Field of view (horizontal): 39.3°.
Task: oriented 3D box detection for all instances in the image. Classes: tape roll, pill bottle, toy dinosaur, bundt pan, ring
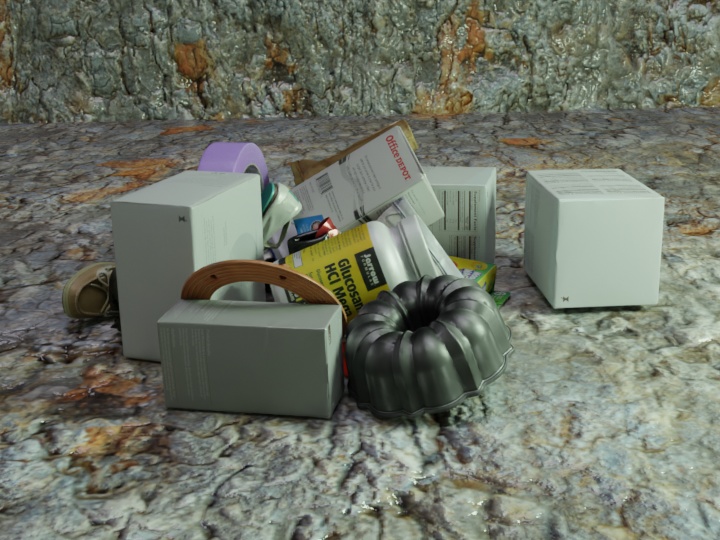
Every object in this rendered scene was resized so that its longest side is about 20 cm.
[{"bbox_3d":[-0.203,-0.102,1.617,0.064,0.205,0.200,1,16,13],"label":"tape roll"},{"bbox_3d":[-0.007,0.008,1.258,0.197,0.114,0.113,-23,16,5],"label":"pill bottle"},{"bbox_3d":[-0.310,0.026,1.353,0.075,0.105,0.200,2,6,18],"label":"toy dinosaur"},{"bbox_3d":[0.067,0.072,1.123,0.198,0.077,0.203,-17,27,9],"label":"bundt pan"},{"bbox_3d":[-0.111,0.046,1.170,0.196,0.202,0.020,2,53,10],"label":"ring"}]

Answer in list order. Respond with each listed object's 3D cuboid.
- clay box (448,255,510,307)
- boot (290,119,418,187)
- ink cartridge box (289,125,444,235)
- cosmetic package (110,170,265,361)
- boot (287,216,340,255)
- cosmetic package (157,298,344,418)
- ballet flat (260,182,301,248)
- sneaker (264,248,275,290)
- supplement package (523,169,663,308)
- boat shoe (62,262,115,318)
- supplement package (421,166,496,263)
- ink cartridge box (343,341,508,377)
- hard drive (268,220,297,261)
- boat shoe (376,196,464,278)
[{"bbox_3d":[0.112,0.014,1.454,0.196,0.049,0.115,9,20,21],"label":"clay box"},{"bbox_3d":[-0.010,-0.178,1.616,0.197,0.067,0.176,-28,21,2],"label":"boot"},{"bbox_3d":[0.004,-0.094,1.440,0.198,0.085,0.147,-29,40,7],"label":"ink cartridge box"},{"bbox_3d":[-0.218,-0.010,1.310,0.120,0.204,0.200,4,17,17],"label":"cosmetic package"},{"bbox_3d":[0.000,0.000,1.357,0.195,0.148,0.072,-3,14,-9],"label":"boot"},{"bbox_3d":[-0.119,0.095,1.119,0.195,0.109,0.090,3,18,8],"label":"cosmetic package"},{"bbox_3d":[-0.151,-0.036,1.433,0.069,0.201,0.070,33,24,-17],"label":"ballet flat"},{"bbox_3d":[-0.126,-0.008,1.546,0.086,0.077,0.199,17,33,31],"label":"sneaker"},{"bbox_3d":[0.329,-0.051,1.452,0.147,0.155,0.200,-2,16,-3],"label":"supplement package"},{"bbox_3d":[-0.337,0.025,1.440,0.062,0.075,0.199,4,9,33],"label":"boat shoe"},{"bbox_3d":[0.110,-0.077,1.590,0.196,0.154,0.152,2,16,13],"label":"supplement package"},{"bbox_3d":[0.055,0.092,1.227,0.171,0.045,0.199,-10,19,-30],"label":"ink cartridge box"},{"bbox_3d":[-0.078,-0.037,1.527,0.130,0.026,0.201,5,34,-29],"label":"hard drive"},{"bbox_3d":[0.090,0.002,1.344,0.069,0.201,0.071,-36,0,4],"label":"boat shoe"}]
